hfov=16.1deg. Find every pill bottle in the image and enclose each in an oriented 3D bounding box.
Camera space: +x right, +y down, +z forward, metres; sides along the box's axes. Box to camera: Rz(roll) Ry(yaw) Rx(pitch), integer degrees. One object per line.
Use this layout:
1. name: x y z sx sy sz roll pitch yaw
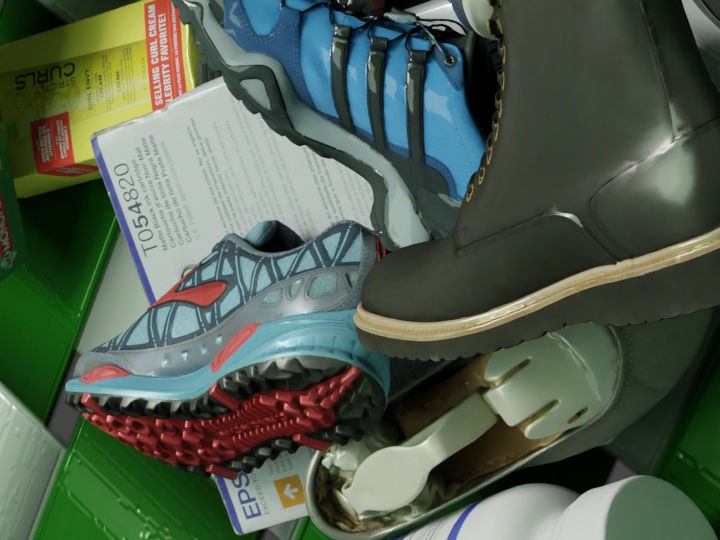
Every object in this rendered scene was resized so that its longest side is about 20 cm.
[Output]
1. pill bottle: 0.055 0.155 1.063 0.199 0.112 0.113 -27 72 40

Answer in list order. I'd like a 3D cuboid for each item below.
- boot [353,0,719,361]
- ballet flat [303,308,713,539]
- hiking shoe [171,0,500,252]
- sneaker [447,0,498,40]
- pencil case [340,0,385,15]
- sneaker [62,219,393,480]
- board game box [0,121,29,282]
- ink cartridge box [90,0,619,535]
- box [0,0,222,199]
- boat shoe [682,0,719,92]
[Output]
1. boot: 0.058 -0.049 0.918 0.199 0.077 0.139 -15 102 42
2. ballet flat: 0.057 0.057 1.032 0.199 0.064 0.068 -34 89 30
3. hiking shoe: 0.010 -0.080 1.019 0.200 0.074 0.087 45 112 -3
4. sneaker: 0.024 -0.145 1.020 0.084 0.200 0.076 -5 116 4
5. pencil case: -0.013 -0.192 1.143 0.082 0.091 0.202 16 100 13
6. sneaker: -0.047 0.030 1.081 0.199 0.079 0.096 -12 51 47
7. board game box: -0.235 -0.096 1.265 0.134 0.029 0.201 27 144 27
8. ink cartridge box: 0.000 0.000 1.105 0.199 0.041 0.201 -16 97 30
9. box: -0.135 -0.086 1.287 0.199 0.050 0.076 -9 83 43
10. boat shoe: 0.125 -0.082 0.975 0.200 0.056 0.069 58 134 48
